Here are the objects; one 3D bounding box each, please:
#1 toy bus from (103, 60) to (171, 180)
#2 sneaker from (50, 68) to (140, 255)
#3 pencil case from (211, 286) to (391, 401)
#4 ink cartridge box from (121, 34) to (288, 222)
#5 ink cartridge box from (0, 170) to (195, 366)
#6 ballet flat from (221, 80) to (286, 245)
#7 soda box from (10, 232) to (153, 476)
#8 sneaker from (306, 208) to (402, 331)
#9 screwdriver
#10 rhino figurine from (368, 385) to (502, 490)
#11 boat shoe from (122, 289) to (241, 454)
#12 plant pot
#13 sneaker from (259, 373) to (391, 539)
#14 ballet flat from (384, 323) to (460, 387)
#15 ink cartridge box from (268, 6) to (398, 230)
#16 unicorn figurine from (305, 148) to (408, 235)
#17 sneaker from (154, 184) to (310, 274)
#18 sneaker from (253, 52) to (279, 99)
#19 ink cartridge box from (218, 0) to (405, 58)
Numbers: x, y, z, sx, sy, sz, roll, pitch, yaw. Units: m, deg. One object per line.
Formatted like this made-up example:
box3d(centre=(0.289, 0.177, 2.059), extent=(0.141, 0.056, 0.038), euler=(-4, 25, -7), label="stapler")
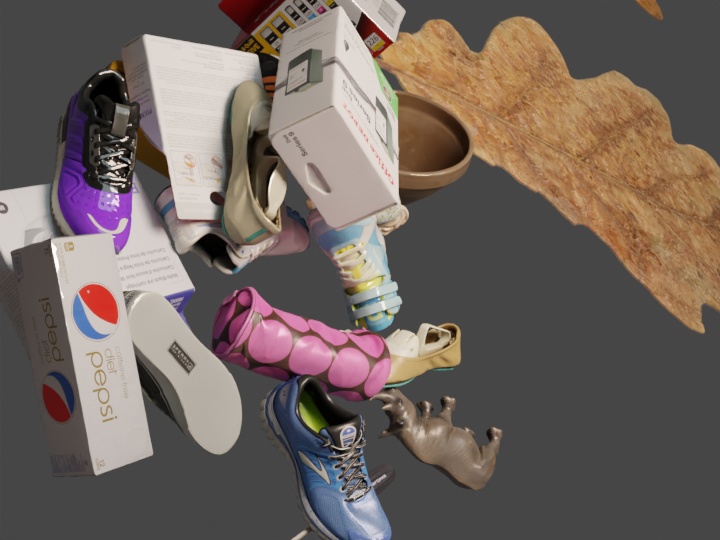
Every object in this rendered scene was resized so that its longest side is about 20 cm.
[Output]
box3d(centre=(-0.210, -0.152, 1.130), extent=(0.199, 0.065, 0.079), euler=(32, 43, -30), label="toy bus")
box3d(centre=(-0.246, -0.114, 0.965), extent=(0.069, 0.100, 0.202), euler=(12, 48, -36), label="sneaker")
box3d(centre=(-0.065, 0.079, 1.104), extent=(0.199, 0.091, 0.094), euler=(23, 47, -34), label="pencil case")
box3d(centre=(-0.166, -0.147, 1.097), extent=(0.162, 0.057, 0.202), euler=(-2, 81, -48), label="ink cartridge box")
box3d(centre=(-0.257, 0.007, 0.978), extent=(0.199, 0.040, 0.201), euler=(-19, 79, -53), label="ink cartridge box")
box3d(centre=(-0.102, -0.122, 1.073), extent=(0.069, 0.069, 0.202), euler=(20, 60, -38), label="ballet flat")
box3d(centre=(-0.242, 0.072, 0.878), extent=(0.068, 0.063, 0.202), euler=(-11, 91, -52), label="soda box")
box3d(centre=(0.000, 0.000, 1.198), extent=(0.200, 0.079, 0.132), euler=(42, 32, -67), label="sneaker")
box3d(centre=(-0.027, 0.250, 1.072), extent=(0.199, 0.028, 0.029), euler=(-17, 106, -51), label="screwdriver")
box3d(centre=(0.088, 0.196, 1.213), extent=(0.199, 0.060, 0.088), euler=(33, 47, -25), label="rhino figurine")
box3d(centre=(-0.181, 0.095, 0.971), extent=(0.071, 0.063, 0.201), euler=(-51, 128, -34), label="boat shoe")
box3d(centre=(0.048, -0.154, 1.372), extent=(0.199, 0.093, 0.202), euler=(8, 41, -7), label="plant pot")
box3d(centre=(-0.029, 0.196, 1.037), extent=(0.078, 0.089, 0.201), euler=(-22, 74, -43), label="sneaker")
box3d(centre=(0.061, 0.097, 1.248), extent=(0.199, 0.068, 0.064), euler=(-6, 112, -56), label="ballet flat")
box3d(centre=(-0.024, -0.166, 1.104), extent=(0.146, 0.083, 0.201), euler=(53, 25, -37), label="ink cartridge box")
box3d(centre=(0.003, -0.100, 1.240), extent=(0.200, 0.136, 0.075), euler=(35, 39, -63), label="unicorn figurine")
box3d(centre=(-0.133, -0.030, 1.112), extent=(0.199, 0.075, 0.087), euler=(10, 49, -42), label="sneaker")
box3d(centre=(-0.113, -0.201, 1.220), extent=(0.089, 0.070, 0.201), euler=(-1, 45, -42), label="sneaker")
box3d(centre=(-0.076, -0.315, 1.292), extent=(0.175, 0.199, 0.084), euler=(40, 40, -20), label="ink cartridge box")
